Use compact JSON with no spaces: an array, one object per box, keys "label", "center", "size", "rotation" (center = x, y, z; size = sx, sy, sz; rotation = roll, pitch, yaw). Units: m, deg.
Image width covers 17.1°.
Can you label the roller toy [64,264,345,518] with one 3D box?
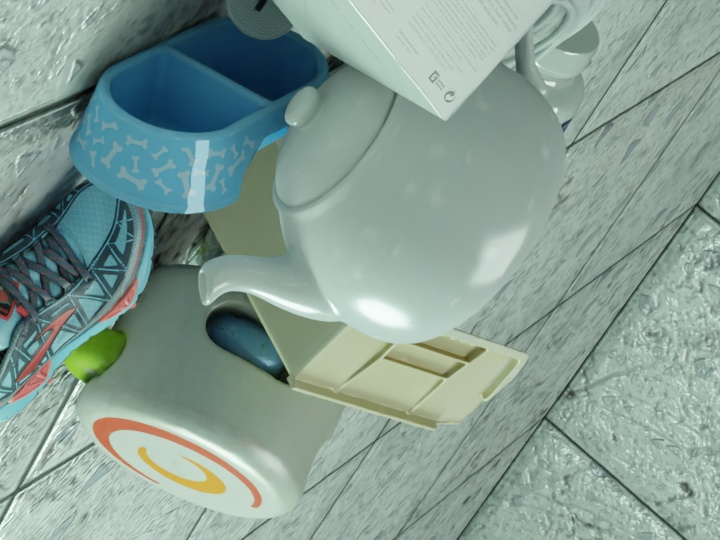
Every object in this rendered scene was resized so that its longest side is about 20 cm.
[{"label":"roller toy","center":[-0.102,0.086,1.765],"size":[0.140,0.182,0.200],"rotation":[-65,147,-22]}]

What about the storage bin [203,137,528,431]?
[{"label":"storage bin","center":[0.000,0.000,1.708],"size":[0.094,0.200,0.198],"rotation":[-44,145,20]}]

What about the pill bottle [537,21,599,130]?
[{"label":"pill bottle","center":[0.124,-0.142,2.069],"size":[0.111,0.111,0.200],"rotation":[-34,160,-50]}]

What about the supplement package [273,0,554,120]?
[{"label":"supplement package","center":[0.036,-0.224,1.331],"size":[0.200,0.151,0.152],"rotation":[-48,132,-7]}]

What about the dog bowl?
[{"label":"dog bowl","center":[-0.093,-0.101,1.481],"size":[0.200,0.111,0.050],"rotation":[-34,147,-49]}]

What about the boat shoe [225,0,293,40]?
[{"label":"boat shoe","center":[-0.018,-0.232,1.474],"size":[0.200,0.072,0.062],"rotation":[-50,-168,17]}]

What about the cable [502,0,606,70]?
[{"label":"cable","center":[0.085,-0.195,1.719],"size":[0.200,0.069,0.200],"rotation":[-27,163,26]}]

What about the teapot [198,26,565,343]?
[{"label":"teapot","center":[0.019,-0.066,1.438],"size":[0.197,0.146,0.200],"rotation":[-30,-147,40]}]

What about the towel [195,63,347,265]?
[{"label":"towel","center":[-0.036,-0.083,1.848],"size":[0.171,0.048,0.200],"rotation":[-35,161,-49]}]

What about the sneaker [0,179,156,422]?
[{"label":"sneaker","center":[-0.206,0.022,1.510],"size":[0.200,0.079,0.096],"rotation":[-52,165,9]}]
